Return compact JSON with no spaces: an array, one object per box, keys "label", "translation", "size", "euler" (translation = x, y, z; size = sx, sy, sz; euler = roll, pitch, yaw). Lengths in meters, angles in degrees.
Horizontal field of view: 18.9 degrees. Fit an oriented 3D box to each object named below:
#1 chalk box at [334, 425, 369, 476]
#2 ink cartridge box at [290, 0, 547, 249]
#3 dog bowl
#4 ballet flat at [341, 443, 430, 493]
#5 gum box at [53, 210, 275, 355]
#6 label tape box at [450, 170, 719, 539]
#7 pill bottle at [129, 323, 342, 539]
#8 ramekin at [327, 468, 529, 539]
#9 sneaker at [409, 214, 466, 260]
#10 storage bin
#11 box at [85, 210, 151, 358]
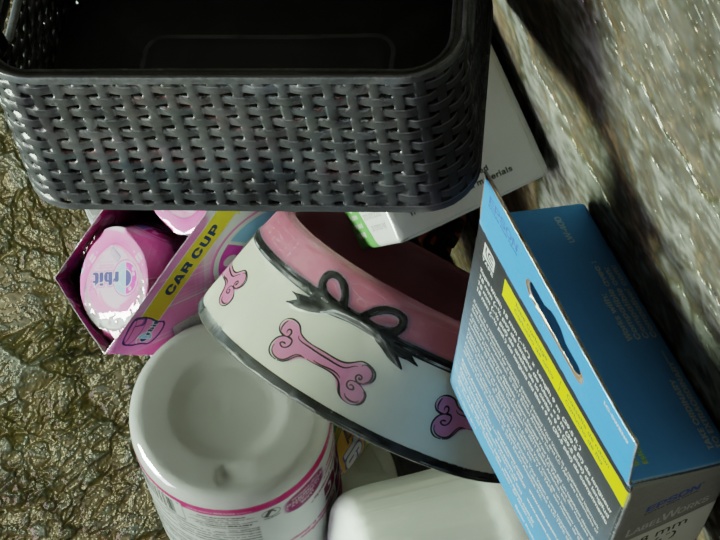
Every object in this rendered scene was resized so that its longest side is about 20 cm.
[{"label":"chalk box","translation":[-0.012,0.040,1.450],"size":[0.124,0.200,0.125],"euler":[22,152,28]},{"label":"ink cartridge box","translation":[0.004,-0.118,1.074],"size":[0.145,0.084,0.200],"euler":[172,73,-83]},{"label":"dog bowl","translation":[0.016,0.032,1.171],"size":[0.200,0.074,0.200],"euler":[26,-169,-5]},{"label":"ballet flat","translation":[0.022,0.160,1.369],"size":[0.068,0.068,0.200],"euler":[-129,32,-55]},{"label":"gum box","translation":[-0.068,-0.043,1.228],"size":[0.113,0.200,0.066],"euler":[6,-141,-51]},{"label":"label tape box","translation":[0.104,0.052,0.979],"size":[0.200,0.063,0.144],"euler":[96,150,-61]},{"label":"pill bottle","translation":[-0.069,0.118,1.283],"size":[0.200,0.113,0.113],"euler":[85,160,-65]},{"label":"ramekin","translation":[0.045,0.208,1.241],"size":[0.200,0.098,0.201],"euler":[172,90,-80]},{"label":"sneaker","translation":[0.000,0.000,1.306],"size":[0.075,0.200,0.078],"euler":[25,-150,-22]},{"label":"storage bin","translation":[-0.048,-0.105,0.924],"size":[0.094,0.200,0.135],"euler":[80,-166,-55]},{"label":"box","translation":[-0.079,-0.006,1.611],"size":[0.177,0.200,0.097],"euler":[66,173,-13]}]
